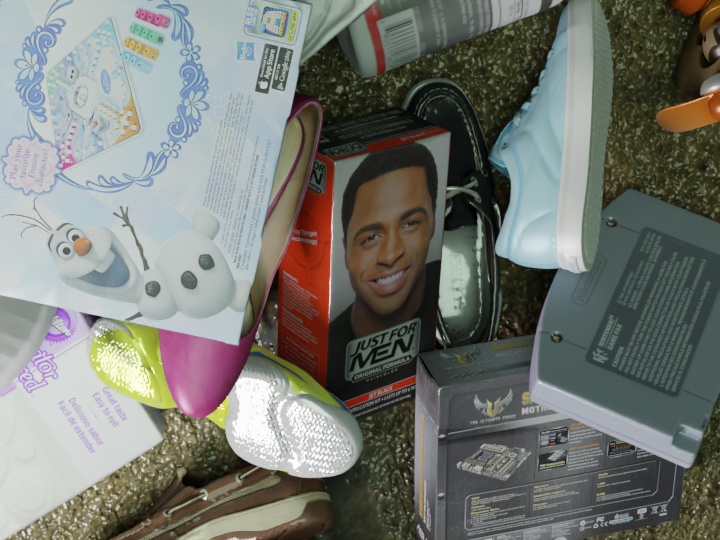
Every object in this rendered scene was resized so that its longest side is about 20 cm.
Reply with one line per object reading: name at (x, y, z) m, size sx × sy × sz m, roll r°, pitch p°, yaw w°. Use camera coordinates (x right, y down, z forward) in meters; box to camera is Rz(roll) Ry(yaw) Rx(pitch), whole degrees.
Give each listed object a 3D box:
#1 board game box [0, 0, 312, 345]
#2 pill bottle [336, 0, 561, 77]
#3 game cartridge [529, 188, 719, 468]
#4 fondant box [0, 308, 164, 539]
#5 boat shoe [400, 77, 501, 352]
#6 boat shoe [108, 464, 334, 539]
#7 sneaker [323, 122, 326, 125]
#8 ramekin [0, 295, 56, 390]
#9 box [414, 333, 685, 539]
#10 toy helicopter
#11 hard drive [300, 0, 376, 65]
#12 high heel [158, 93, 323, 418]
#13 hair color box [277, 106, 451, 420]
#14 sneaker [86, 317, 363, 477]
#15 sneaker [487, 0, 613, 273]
board game box at (-0.145, -0.076, 0.824) m, size 0.197 × 0.043 × 0.202 m, roll 12°, pitch 99°, yaw -9°
pill bottle at (0.072, -0.215, 0.963) m, size 0.199 × 0.114 × 0.115 m, roll -22°, pitch 104°, yaw -4°
game cartridge at (0.195, 0.032, 0.998) m, size 0.133 × 0.200 × 0.041 m, roll 25°, pitch 142°, yaw 10°
fondant box at (-0.258, 0.104, 1.011) m, size 0.199 × 0.058 × 0.145 m, roll -32°, pitch 103°, yaw -2°
boat shoe at (0.065, -0.034, 1.026) m, size 0.073 × 0.060 × 0.202 m, roll -4°, pitch 102°, yaw -10°
boat shoe at (-0.121, 0.180, 1.050) m, size 0.201 × 0.075 × 0.075 m, roll -18°, pitch 69°, yaw 3°
sneaker at (-0.098, -0.040, 0.998) m, size 0.108 × 0.070 × 0.201 m, roll 32°, pitch 93°, yaw -11°
ramekin at (-0.300, -0.006, 0.927) m, size 0.199 × 0.098 × 0.202 m, roll 0°, pitch 83°, yaw 3°
box at (0.139, 0.123, 1.044) m, size 0.198 × 0.048 × 0.160 m, roll -9°, pitch 119°, yaw -13°
toy helicopter at (0.265, -0.157, 0.958) m, size 0.078 × 0.200 × 0.133 m, roll 26°, pitch 80°, yaw -13°
hard drive at (-0.098, -0.159, 0.854) m, size 0.200 × 0.038 × 0.140 m, roll -38°, pitch 106°, yaw 9°
high heel at (-0.068, -0.009, 0.879) m, size 0.067 × 0.096 × 0.201 m, roll 23°, pitch 74°, yaw -25°
hair color box at (0.000, 0.000, 0.981) m, size 0.101 × 0.061 × 0.202 m, roll -18°, pitch 122°, yaw -34°
sneaker at (-0.079, 0.063, 0.974) m, size 0.199 × 0.105 × 0.076 m, roll 25°, pitch 119°, yaw 8°
sneaker at (0.128, -0.099, 1.005) m, size 0.081 × 0.074 × 0.202 m, roll 2°, pitch 73°, yaw 20°
